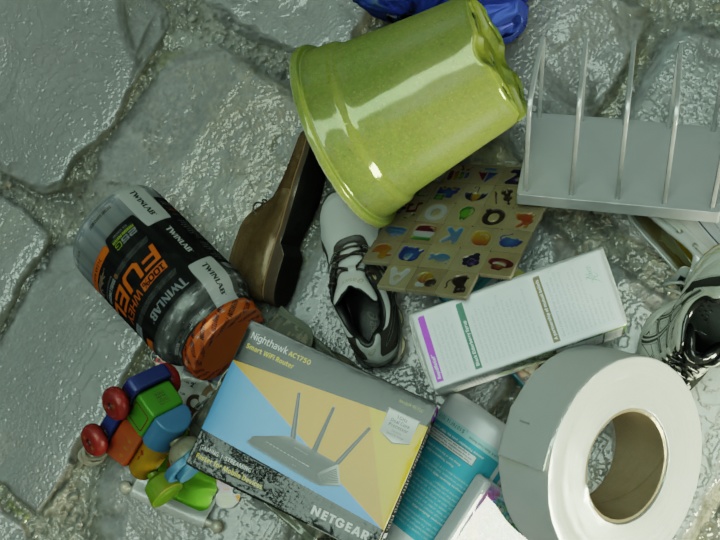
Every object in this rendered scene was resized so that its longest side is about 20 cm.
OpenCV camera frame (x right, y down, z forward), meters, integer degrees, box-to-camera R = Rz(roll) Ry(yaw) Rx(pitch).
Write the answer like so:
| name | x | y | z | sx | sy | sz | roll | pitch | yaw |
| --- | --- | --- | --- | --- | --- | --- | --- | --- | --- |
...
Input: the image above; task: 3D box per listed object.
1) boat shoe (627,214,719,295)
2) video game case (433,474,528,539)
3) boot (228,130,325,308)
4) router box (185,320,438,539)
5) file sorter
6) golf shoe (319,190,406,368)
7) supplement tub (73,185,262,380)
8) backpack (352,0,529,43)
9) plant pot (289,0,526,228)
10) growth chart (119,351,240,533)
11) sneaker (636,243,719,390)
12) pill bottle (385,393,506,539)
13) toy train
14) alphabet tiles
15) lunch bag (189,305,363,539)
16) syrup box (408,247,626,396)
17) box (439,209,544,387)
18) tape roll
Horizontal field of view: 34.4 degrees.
| name | x | y | z | sx | sy | sz | roll | pitch | yaw |
| --- | --- | --- | --- | --- | --- | --- | --- | --- | --- |
| boat shoe | 0.333 | 0.006 | 1.148 | 0.085 | 0.075 | 0.203 | -27 | 71 | -19 |
| video game case | 0.122 | 0.322 | 1.109 | 0.181 | 0.024 | 0.201 | 36 | 86 | -25 |
| boot | -0.091 | -0.067 | 1.265 | 0.074 | 0.074 | 0.203 | 15 | 84 | 24 |
| router box | -0.044 | 0.157 | 1.097 | 0.198 | 0.051 | 0.151 | 23 | 81 | 12 |
| file sorter | 0.262 | -0.148 | 1.153 | 0.197 | 0.126 | 0.140 | 6 | 43 | 12 |
| golf shoe | 0.000 | 0.000 | 1.218 | 0.077 | 0.094 | 0.203 | -20 | 74 | 7 |
| supplement tub | -0.202 | 0.014 | 1.232 | 0.200 | 0.123 | 0.123 | 42 | 89 | 22 |
| backpack | 0.084 | -0.318 | 1.231 | 0.196 | 0.162 | 0.171 | -1 | 94 | 9 |
| plant pot | 0.057 | -0.172 | 1.151 | 0.182 | 0.200 | 0.203 | -25 | 74 | 21 |
| growth chart | -0.183 | 0.170 | 1.259 | 0.142 | 0.018 | 0.203 | 10 | 82 | 12 |
| sneaker | 0.309 | 0.066 | 1.096 | 0.075 | 0.202 | 0.088 | 24 | 42 | 7 |
| pill bottle | 0.080 | 0.231 | 1.145 | 0.110 | 0.111 | 0.201 | 34 | 86 | 15 |
| toy train | -0.228 | 0.197 | 1.205 | 0.116 | 0.084 | 0.201 | 51 | 133 | 16 |
| alphabet tiles | 0.100 | -0.044 | 1.182 | 0.164 | 0.006 | 0.201 | 6 | 45 | 30 |
| lunch bag | -0.064 | 0.153 | 1.187 | 0.199 | 0.118 | 0.165 | 37 | 86 | 18 |
| syrup box | 0.153 | 0.053 | 1.132 | 0.197 | 0.079 | 0.083 | -19 | 76 | 7 |
| box | 0.146 | 0.039 | 1.204 | 0.082 | 0.049 | 0.200 | -43 | 74 | 0 |
| tape roll | 0.224 | 0.174 | 1.082 | 0.070 | 0.201 | 0.205 | 11 | 77 | 57 |
